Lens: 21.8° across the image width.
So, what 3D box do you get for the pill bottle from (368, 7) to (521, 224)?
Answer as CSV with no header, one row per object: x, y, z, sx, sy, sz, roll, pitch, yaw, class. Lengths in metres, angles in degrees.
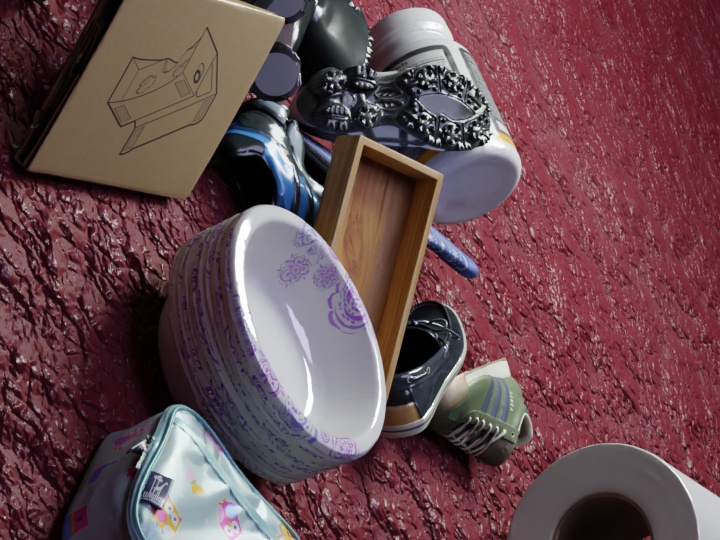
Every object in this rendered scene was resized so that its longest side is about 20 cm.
0.073,-0.154,1.834,0.116,0.116,0.201,32,30,-50,pill bottle

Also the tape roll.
0.252,0.277,1.742,0.139,0.202,0.204,31,42,-50,tape roll

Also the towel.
0.014,-0.061,1.688,0.145,0.024,0.200,42,7,40,towel

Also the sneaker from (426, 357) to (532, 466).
0.113,0.139,1.736,0.090,0.067,0.200,64,22,7,sneaker

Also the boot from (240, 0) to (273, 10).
-0.121,-0.204,1.412,0.066,0.200,0.165,45,17,11,boot

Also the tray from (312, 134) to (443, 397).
0.000,0.000,1.546,0.098,0.037,0.202,22,77,-38,tray

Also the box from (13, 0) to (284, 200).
-0.150,-0.135,1.369,0.021,0.164,0.200,38,14,26,box

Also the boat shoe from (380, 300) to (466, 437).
0.048,0.072,1.649,0.200,0.074,0.063,-62,144,-60,boat shoe

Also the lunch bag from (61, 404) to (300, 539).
-0.108,0.194,1.249,0.201,0.077,0.161,56,27,-21,lunch bag

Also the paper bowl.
-0.074,0.061,1.397,0.201,0.104,0.202,43,34,-39,paper bowl

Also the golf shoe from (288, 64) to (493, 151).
0.026,-0.147,1.710,0.198,0.094,0.079,8,80,-28,golf shoe

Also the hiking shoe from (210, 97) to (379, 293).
-0.061,-0.044,1.570,0.201,0.074,0.087,55,41,-10,hiking shoe

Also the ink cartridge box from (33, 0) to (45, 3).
-0.244,-0.295,1.320,0.200,0.145,0.085,34,41,-47,ink cartridge box

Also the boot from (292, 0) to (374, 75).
-0.053,-0.216,1.721,0.163,0.073,0.199,50,31,-43,boot

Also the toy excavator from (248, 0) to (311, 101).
-0.143,-0.239,1.524,0.100,0.198,0.196,-122,-143,-72,toy excavator
